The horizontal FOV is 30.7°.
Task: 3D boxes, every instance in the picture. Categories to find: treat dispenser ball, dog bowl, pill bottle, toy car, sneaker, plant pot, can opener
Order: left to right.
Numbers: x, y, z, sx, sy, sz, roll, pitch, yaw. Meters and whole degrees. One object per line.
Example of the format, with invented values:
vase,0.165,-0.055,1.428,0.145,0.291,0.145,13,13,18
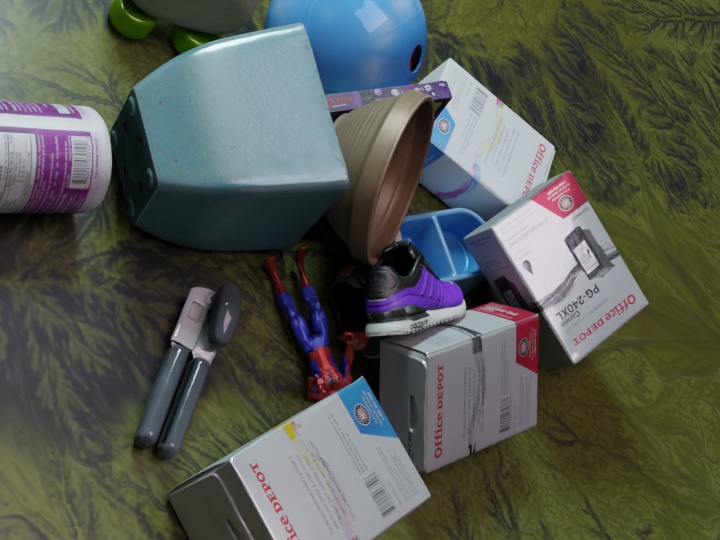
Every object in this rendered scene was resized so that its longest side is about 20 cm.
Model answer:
pill bottle,-0.359,-0.113,1.307,0.198,0.112,0.113,-1,69,-38
toy car,-0.200,-0.382,1.537,0.157,0.164,0.202,17,50,-31
can opener,-0.177,0.098,1.374,0.053,0.067,0.201,31,53,-20
plant pot,-0.158,-0.131,1.427,0.198,0.196,0.198,-10,75,-27
treat dispenser ball,-0.018,-0.284,1.590,0.199,0.200,0.203,17,59,-30
sneaker,0.000,0.000,1.545,0.084,0.075,0.202,20,57,-46
plant pot,0.007,-0.115,1.475,0.092,0.202,0.202,21,50,11
sneaker,0.064,0.013,1.502,0.200,0.069,0.101,-16,98,-63
dog bowl,0.093,-0.022,1.652,0.199,0.049,0.112,-11,76,-40

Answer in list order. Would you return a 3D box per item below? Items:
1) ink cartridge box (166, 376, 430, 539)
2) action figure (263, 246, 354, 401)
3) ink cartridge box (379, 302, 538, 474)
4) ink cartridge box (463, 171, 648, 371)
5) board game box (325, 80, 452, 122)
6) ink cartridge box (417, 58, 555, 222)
ink cartridge box,-0.064,0.232,1.344,0.199,0.144,0.148,-26,85,-42
action figure,-0.048,0.069,1.467,0.065,0.099,0.202,-16,81,-19
ink cartridge box,0.115,0.133,1.531,0.199,0.083,0.147,-15,112,-41
ink cartridge box,0.246,0.003,1.639,0.145,0.083,0.201,-35,95,-24
board game box,-0.001,-0.175,1.552,0.198,0.120,0.033,-10,67,-25
ink cartridge box,0.149,-0.157,1.736,0.199,0.084,0.145,36,52,-17
